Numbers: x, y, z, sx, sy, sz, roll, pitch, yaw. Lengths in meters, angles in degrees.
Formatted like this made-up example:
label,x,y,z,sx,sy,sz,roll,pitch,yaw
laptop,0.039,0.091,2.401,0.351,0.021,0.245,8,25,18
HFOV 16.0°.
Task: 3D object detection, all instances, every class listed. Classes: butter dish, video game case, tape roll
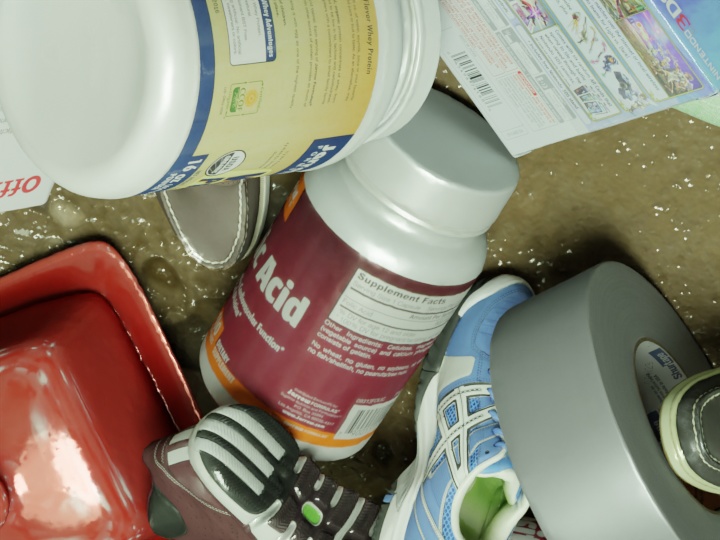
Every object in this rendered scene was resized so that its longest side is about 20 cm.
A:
label,x,y,z,sx,sy,sz,roll,pitch,yaw
butter dish,-0.202,0.114,1.505,0.199,0.148,0.200,-23,99,21
video game case,0.085,-0.163,1.314,0.200,0.045,0.181,53,152,-14
tape roll,0.151,0.098,1.416,0.066,0.200,0.201,-26,111,24

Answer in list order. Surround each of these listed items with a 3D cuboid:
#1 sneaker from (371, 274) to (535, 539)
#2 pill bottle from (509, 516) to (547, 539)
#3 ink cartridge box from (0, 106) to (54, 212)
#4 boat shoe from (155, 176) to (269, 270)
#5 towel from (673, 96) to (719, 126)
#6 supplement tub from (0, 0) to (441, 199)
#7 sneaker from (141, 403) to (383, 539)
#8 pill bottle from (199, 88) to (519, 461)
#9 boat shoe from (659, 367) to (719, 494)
label,x,y,z,sx,sy,sz,roll,pitch,yaw
sneaker,0.072,0.097,1.448,0.076,0.201,0.077,29,158,-37
pill bottle,0.108,0.206,1.533,0.199,0.113,0.113,11,120,3
ink cartridge box,-0.227,-0.144,1.356,0.146,0.146,0.200,43,123,26
boat shoe,-0.095,-0.084,1.442,0.072,0.060,0.201,0,118,10
towel,0.190,-0.179,1.362,0.152,0.023,0.200,23,121,-2
supplement tub,-0.069,-0.116,1.289,0.144,0.200,0.145,10,105,44
sneaker,-0.049,0.155,1.465,0.115,0.076,0.200,-14,122,49
pill bottle,0.000,0.000,1.439,0.114,0.114,0.200,29,119,-6
boat shoe,0.248,0.084,1.400,0.066,0.200,0.072,-17,73,47
